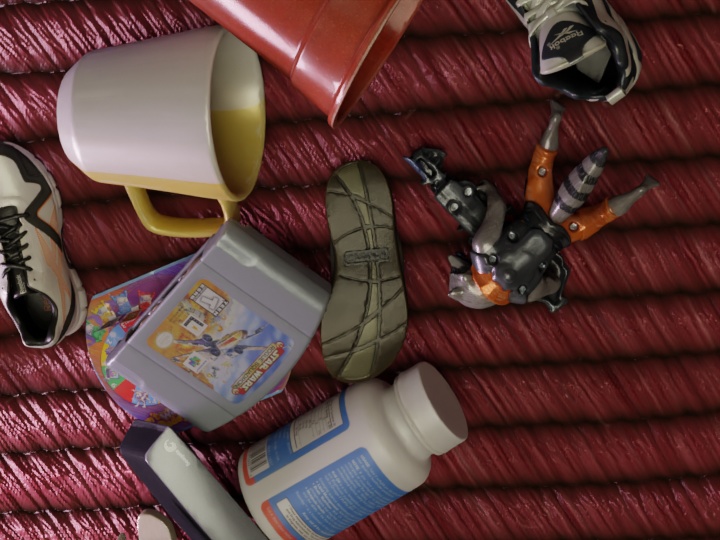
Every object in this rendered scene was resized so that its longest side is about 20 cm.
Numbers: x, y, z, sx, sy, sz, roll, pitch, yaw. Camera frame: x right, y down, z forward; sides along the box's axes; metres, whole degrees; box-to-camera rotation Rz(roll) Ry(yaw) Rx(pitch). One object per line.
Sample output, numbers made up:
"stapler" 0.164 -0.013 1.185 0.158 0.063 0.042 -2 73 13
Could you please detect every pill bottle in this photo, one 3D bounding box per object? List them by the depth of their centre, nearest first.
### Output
"pill bottle" -0.004 0.168 1.710 0.199 0.112 0.113 -31 105 17

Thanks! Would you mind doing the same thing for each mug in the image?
"mug" -0.175 -0.116 1.601 0.152 0.149 0.188 0 97 15

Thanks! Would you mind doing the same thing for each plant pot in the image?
"plant pot" -0.050 -0.254 1.516 0.195 0.201 0.201 33 112 2

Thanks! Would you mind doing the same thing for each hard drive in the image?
"hard drive" -0.143 0.227 1.739 0.042 0.135 0.200 -43 104 -17

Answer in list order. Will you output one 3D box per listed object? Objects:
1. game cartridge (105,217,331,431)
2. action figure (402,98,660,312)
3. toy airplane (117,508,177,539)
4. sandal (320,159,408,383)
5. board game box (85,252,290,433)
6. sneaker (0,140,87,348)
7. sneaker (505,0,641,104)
"game cartridge" -0.122 0.056 1.665 0.133 0.042 0.200 37 120 -11
"action figure" 0.133 -0.052 1.616 0.200 0.105 0.194 36 101 -10
"toy airplane" -0.183 0.345 1.745 0.200 0.141 0.199 53 136 11
"sandal" 0.000 0.000 1.679 0.081 0.055 0.202 -5 97 2
"board game box" -0.161 0.075 1.728 0.199 0.039 0.159 -21 108 15
"sneaker" -0.304 -0.022 1.686 0.073 0.080 0.201 -16 108 14
"sneaker" 0.160 -0.214 1.531 0.079 0.130 0.200 -31 105 16
